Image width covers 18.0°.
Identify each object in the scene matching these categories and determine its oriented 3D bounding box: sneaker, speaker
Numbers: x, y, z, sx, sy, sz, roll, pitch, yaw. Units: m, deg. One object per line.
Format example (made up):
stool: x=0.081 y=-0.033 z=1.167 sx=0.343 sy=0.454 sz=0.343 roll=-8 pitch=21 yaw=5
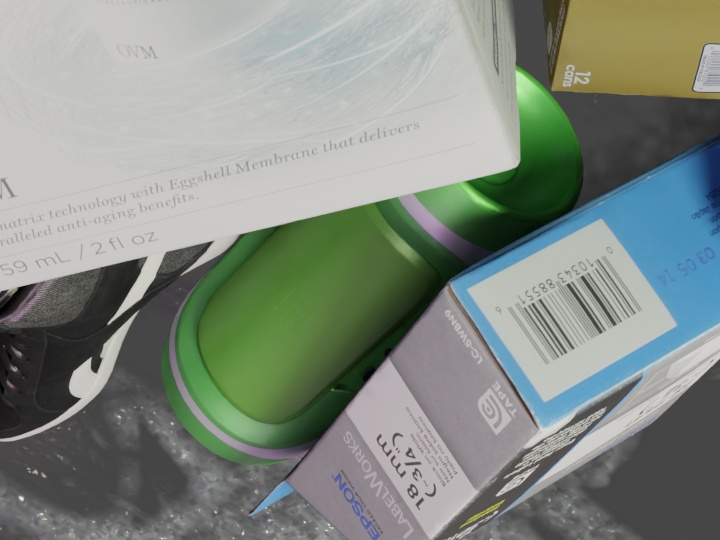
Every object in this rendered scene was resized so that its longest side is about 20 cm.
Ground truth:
sneaker: x=-0.140 y=0.009 z=0.900 sx=0.200 sy=0.111 sz=0.073 roll=-44 pitch=70 yaw=38
speaker: x=0.000 y=0.000 z=0.873 sx=0.088 sy=0.089 sz=0.200 roll=30 pitch=137 yaw=-16

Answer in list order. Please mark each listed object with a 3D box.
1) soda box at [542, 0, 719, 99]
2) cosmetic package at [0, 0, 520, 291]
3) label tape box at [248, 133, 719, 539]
soda box: x=0.100 y=-0.146 z=0.684 sx=0.063 sy=0.068 sz=0.201 roll=3 pitch=139 yaw=-5
cosmetic package: x=-0.071 y=-0.118 z=0.712 sx=0.198 sy=0.123 sz=0.201 roll=-13 pitch=131 yaw=14
label tape box: x=0.060 y=0.047 z=0.840 sx=0.063 sy=0.144 sz=0.200 roll=55 pitch=146 yaw=13
